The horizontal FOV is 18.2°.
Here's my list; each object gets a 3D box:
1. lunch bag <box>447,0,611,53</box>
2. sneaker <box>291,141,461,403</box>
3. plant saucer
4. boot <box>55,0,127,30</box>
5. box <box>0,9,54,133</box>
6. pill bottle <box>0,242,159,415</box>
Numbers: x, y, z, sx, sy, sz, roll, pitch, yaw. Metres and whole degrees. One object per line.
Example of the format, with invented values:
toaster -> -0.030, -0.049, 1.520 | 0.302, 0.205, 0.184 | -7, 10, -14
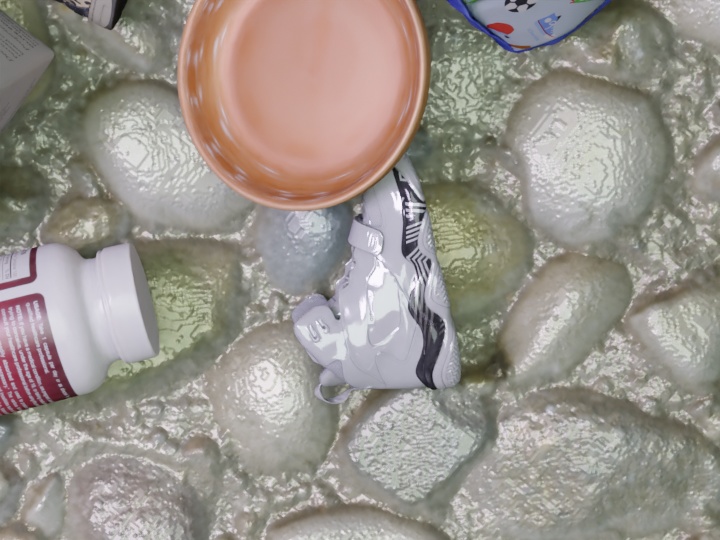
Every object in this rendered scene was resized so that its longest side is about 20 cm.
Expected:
lunch bag -> 0.131, -0.257, 1.554 | 0.124, 0.170, 0.200 | 42, 96, 28
sneaker -> 0.000, 0.000, 1.636 | 0.115, 0.075, 0.201 | -14, 99, -1
plant saucer -> -0.037, -0.142, 1.605 | 0.200, 0.037, 0.201 | 0, 90, 26
boot -> -0.227, -0.265, 1.568 | 0.153, 0.204, 0.074 | 18, 51, 2
box -> -0.361, -0.122, 1.558 | 0.200, 0.171, 0.199 | 38, 107, -5
pill bottle -> -0.251, 0.045, 1.621 | 0.199, 0.113, 0.113 | -14, 96, 2
